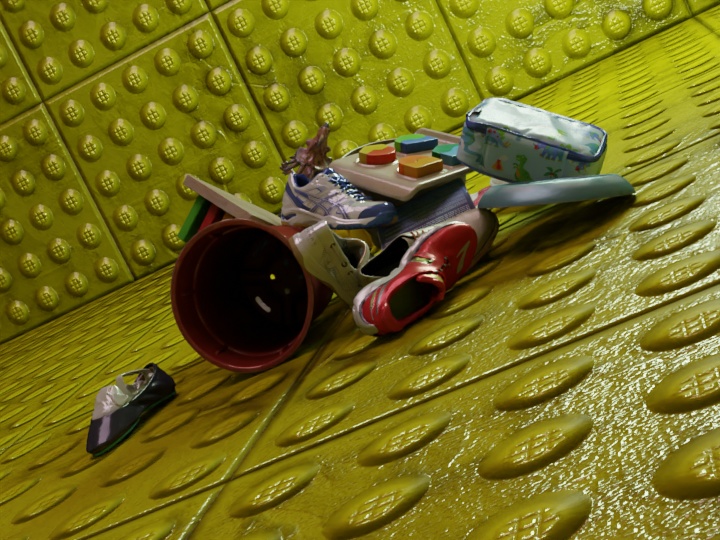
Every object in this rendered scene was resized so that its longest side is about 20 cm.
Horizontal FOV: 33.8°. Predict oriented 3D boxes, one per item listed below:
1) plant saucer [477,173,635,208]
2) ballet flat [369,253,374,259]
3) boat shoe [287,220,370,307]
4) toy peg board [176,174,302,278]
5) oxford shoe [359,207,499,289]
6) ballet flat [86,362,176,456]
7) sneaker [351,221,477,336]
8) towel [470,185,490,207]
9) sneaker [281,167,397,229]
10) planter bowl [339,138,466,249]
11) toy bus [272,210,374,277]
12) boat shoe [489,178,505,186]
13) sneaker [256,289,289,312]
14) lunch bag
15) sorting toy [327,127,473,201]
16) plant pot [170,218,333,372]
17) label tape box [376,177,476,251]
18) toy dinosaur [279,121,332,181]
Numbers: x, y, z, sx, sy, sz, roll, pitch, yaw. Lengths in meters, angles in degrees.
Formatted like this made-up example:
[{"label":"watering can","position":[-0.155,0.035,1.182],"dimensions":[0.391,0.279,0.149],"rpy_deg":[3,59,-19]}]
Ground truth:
[{"label":"plant saucer","position":[0.245,-0.101,1.493],"dimensions":[0.198,0.028,0.200],"rpy_deg":[-5,4,0]},{"label":"ballet flat","position":[0.000,0.000,1.714],"dimensions":[0.068,0.068,0.200],"rpy_deg":[-28,9,-7]},{"label":"boat shoe","position":[-0.015,-0.007,1.529],"dimensions":[0.069,0.071,0.200],"rpy_deg":[-37,-31,11]},{"label":"toy peg board","position":[-0.172,-0.045,1.859],"dimensions":[0.199,0.199,0.098],"rpy_deg":[32,96,46]},{"label":"oxford shoe","position":[0.088,-0.024,1.502],"dimensions":[0.199,0.074,0.071],"rpy_deg":[-35,54,-5]},{"label":"ballet flat","position":[-0.321,0.179,1.604],"dimensions":[0.073,0.073,0.200],"rpy_deg":[-22,10,28]},{"label":"sneaker","position":[0.082,0.014,1.410],"dimensions":[0.200,0.077,0.085],"rpy_deg":[-43,20,-26]},{"label":"towel","position":[0.153,-0.097,1.994],"dimensions":[0.199,0.023,0.144],"rpy_deg":[-20,11,35]},{"label":"sneaker","position":[-0.035,-0.102,1.691],"dimensions":[0.199,0.089,0.075],"rpy_deg":[4,3,34]},{"label":"planter bowl","position":[0.071,-0.111,1.831],"dimensions":[0.198,0.136,0.201],"rpy_deg":[-6,25,3]},{"label":"toy bus","position":[-0.094,-0.028,2.032],"dimensions":[0.199,0.136,0.192],"rpy_deg":[-18,28,51]},{"label":"boat shoe","position":[0.261,-0.146,1.833],"dimensions":[0.072,0.060,0.202],"rpy_deg":[-60,14,-8]},{"label":"sneaker","position":[-0.163,0.031,1.850],"dimensions":[0.199,0.116,0.076],"rpy_deg":[-22,9,25]},{"label":"lunch bag","position":[0.242,-0.176,1.661],"dimensions":[0.199,0.083,0.161],"rpy_deg":[19,26,14]},{"label":"sorting toy","position":[0.079,-0.166,1.742],"dimensions":[0.199,0.037,0.184],"rpy_deg":[-26,31,-35]},{"label":"plant pot","position":[-0.130,0.020,1.623],"dimensions":[0.200,0.202,0.195],"rpy_deg":[-24,1,17]},{"label":"label tape box","position":[0.103,-0.043,1.647],"dimensions":[0.142,0.066,0.200],"rpy_deg":[-25,25,6]},{"label":"toy dinosaur","position":[-0.066,-0.117,1.818],"dimensions":[0.085,0.202,0.136],"rpy_deg":[-16,5,-5]}]
